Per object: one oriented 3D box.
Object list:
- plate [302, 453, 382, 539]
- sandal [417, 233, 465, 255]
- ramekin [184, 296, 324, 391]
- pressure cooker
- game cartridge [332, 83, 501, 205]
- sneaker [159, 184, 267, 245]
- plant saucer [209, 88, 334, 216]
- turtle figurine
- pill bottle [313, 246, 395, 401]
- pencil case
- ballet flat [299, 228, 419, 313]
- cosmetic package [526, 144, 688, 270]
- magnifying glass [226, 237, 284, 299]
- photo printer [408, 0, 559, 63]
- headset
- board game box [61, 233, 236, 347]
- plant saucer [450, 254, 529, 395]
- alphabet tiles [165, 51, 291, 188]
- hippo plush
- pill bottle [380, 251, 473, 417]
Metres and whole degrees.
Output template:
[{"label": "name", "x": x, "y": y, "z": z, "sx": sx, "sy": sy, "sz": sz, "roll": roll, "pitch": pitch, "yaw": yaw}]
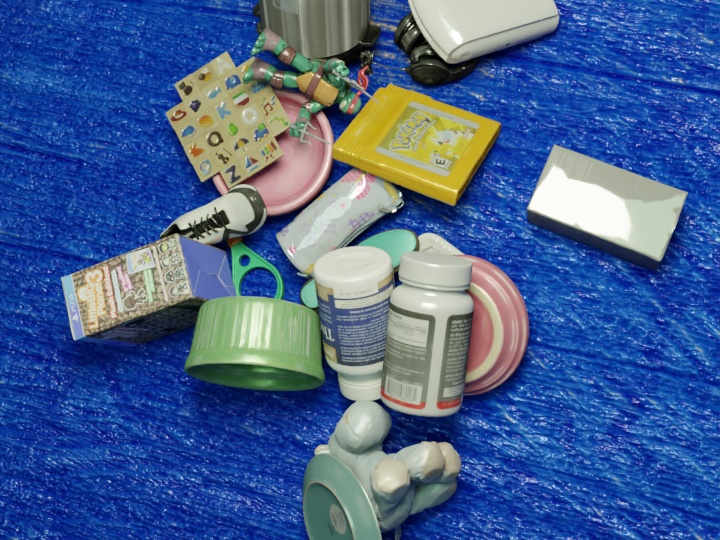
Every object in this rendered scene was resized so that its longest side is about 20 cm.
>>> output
[{"label": "plate", "x": -0.034, "y": 0.351, "z": 1.268, "sx": 0.025, "sy": 0.200, "sz": 0.201, "roll": -12, "pitch": 73, "yaw": -32}, {"label": "sandal", "x": 0.158, "y": 0.021, "z": 1.340, "sx": 0.082, "sy": 0.050, "sz": 0.203, "roll": -46, "pitch": 76, "yaw": 26}, {"label": "ramekin", "x": -0.147, "y": 0.106, "z": 1.326, "sx": 0.198, "sy": 0.200, "sz": 0.098, "roll": 0, "pitch": 72, "yaw": 13}, {"label": "pressure cooker", "x": -0.071, "y": -0.404, "z": 1.405, "sx": 0.177, "sy": 0.201, "sz": 0.176, "roll": -20, "pitch": 54, "yaw": -13}, {"label": "game cartridge", "x": 0.084, "y": -0.192, "z": 1.364, "sx": 0.199, "sy": 0.033, "sz": 0.177, "roll": 23, "pitch": 52, "yaw": 14}, {"label": "sneaker", "x": -0.220, "y": -0.067, "z": 1.390, "sx": 0.199, "sy": 0.080, "sz": 0.074, "roll": -23, "pitch": 97, "yaw": 39}, {"label": "plant saucer", "x": -0.134, "y": -0.179, "z": 1.439, "sx": 0.199, "sy": 0.051, "sz": 0.202, "roll": -3, "pitch": 78, "yaw": 13}, {"label": "turtle figurine", "x": -0.069, "y": -0.267, "z": 1.360, "sx": 0.199, "sy": 0.101, "sz": 0.150, "roll": 29, "pitch": 125, "yaw": 0}, {"label": "pill bottle", "x": -0.001, "y": 0.077, "z": 1.301, "sx": 0.110, "sy": 0.111, "sz": 0.201, "roll": -1, "pitch": 115, "yaw": 12}, {"label": "pencil case", "x": -0.030, "y": -0.077, "z": 1.388, "sx": 0.200, "sy": 0.083, "sz": 0.091, "roll": -39, "pitch": 87, "yaw": 3}, {"label": "ballet flat", "x": 0.000, "y": 0.000, "z": 1.373, "sx": 0.199, "sy": 0.068, "sz": 0.068, "roll": -28, "pitch": 73, "yaw": 7}, {"label": "cosmetic package", "x": 0.344, "y": -0.088, "z": 1.305, "sx": 0.199, "sy": 0.090, "sz": 0.107, "roll": 25, "pitch": 86, "yaw": 13}, {"label": "magnifying glass", "x": -0.183, "y": -0.021, "z": 1.446, "sx": 0.079, "sy": 0.022, "sz": 0.201, "roll": -30, "pitch": 77, "yaw": 6}, {"label": "photo printer", "x": 0.172, "y": -0.401, "z": 1.375, "sx": 0.199, "sy": 0.070, "sz": 0.167, "roll": -19, "pitch": 75, "yaw": -15}, {"label": "headset", "x": 0.093, "y": -0.341, "z": 1.402, "sx": 0.199, "sy": 0.094, "sz": 0.124, "roll": -22, "pitch": 75, "yaw": -4}, {"label": "board game box", "x": -0.309, "y": 0.034, "z": 1.382, "sx": 0.199, "sy": 0.159, "sz": 0.098, "roll": -19, "pitch": 76, "yaw": 15}, {"label": "plant saucer", "x": 0.134, "y": 0.080, "z": 1.304, "sx": 0.199, "sy": 0.051, "sz": 0.202, "roll": 4, "pitch": 98, "yaw": 26}, {"label": "alphabet tiles", "x": -0.204, "y": -0.233, "z": 1.428, "sx": 0.166, "sy": 0.006, "sz": 0.201, "roll": -31, "pitch": 74, "yaw": 6}, {"label": "hippo plush", "x": 0.036, "y": 0.267, "z": 1.300, "sx": 0.158, "sy": 0.201, "sz": 0.161, "roll": -13, "pitch": 48, "yaw": -32}, {"label": "pill bottle", "x": 0.091, "y": 0.082, "z": 1.234, "sx": 0.113, "sy": 0.114, "sz": 0.202, "roll": 9, "pitch": 101, "yaw": 14}]
